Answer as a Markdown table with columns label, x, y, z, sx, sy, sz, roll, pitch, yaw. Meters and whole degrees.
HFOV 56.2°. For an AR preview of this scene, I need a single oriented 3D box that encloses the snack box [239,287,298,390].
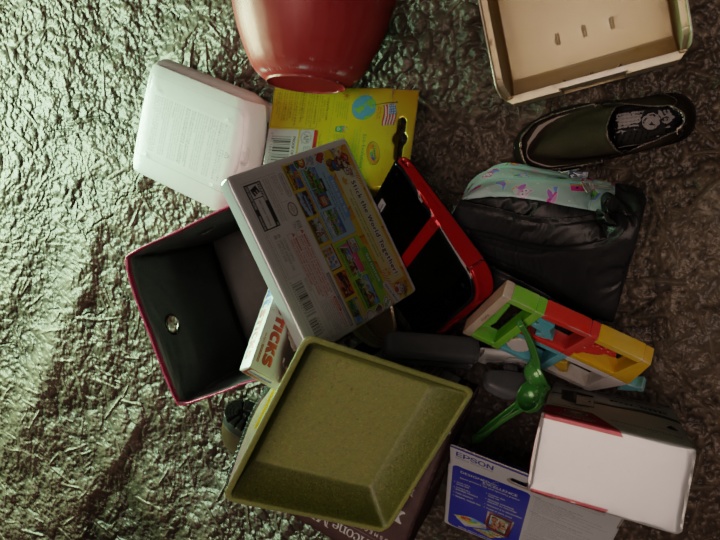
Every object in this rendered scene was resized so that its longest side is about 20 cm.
| label | x | y | z | sx | sy | sz | roll | pitch | yaw |
| --- | --- | --- | --- | --- | --- | --- | --- | --- | --- |
| snack box | -0.067 | 0.031 | 0.734 | 0.071 | 0.203 | 0.024 | 34 | 146 | -29 |

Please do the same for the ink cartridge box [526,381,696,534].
| label | x | y | z | sx | sy | sz | roll | pitch | yaw |
| --- | --- | --- | --- | --- | --- | --- | --- | --- | --- |
| ink cartridge box | 0.266 | 0.189 | 0.726 | 0.144 | 0.200 | 0.084 | 11 | 94 | 19 |

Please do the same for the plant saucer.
| label | x | y | z | sx | sy | sz | roll | pitch | yaw |
| --- | --- | --- | --- | --- | --- | --- | --- | --- | --- |
| plant saucer | -0.016 | 0.164 | 0.696 | 0.197 | 0.048 | 0.202 | 21 | 108 | -24 |

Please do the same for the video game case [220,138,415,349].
| label | x | y | z | sx | sy | sz | roll | pitch | yaw |
| --- | --- | --- | --- | --- | --- | --- | --- | --- | --- |
| video game case | -0.040 | -0.032 | 0.747 | 0.023 | 0.181 | 0.202 | -24 | 93 | 48 |

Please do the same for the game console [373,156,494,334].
| label | x | y | z | sx | sy | sz | roll | pitch | yaw |
| --- | --- | --- | --- | --- | --- | --- | --- | --- | --- |
| game console | 0.069 | -0.016 | 0.799 | 0.178 | 0.031 | 0.200 | 58 | 155 | 12 |

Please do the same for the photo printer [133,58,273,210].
| label | x | y | z | sx | sy | sz | roll | pitch | yaw |
| --- | --- | --- | --- | --- | --- | --- | --- | --- | --- |
| photo printer | -0.209 | -0.178 | 0.921 | 0.198 | 0.069 | 0.169 | 24 | 109 | 21 |

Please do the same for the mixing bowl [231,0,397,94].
| label | x | y | z | sx | sy | sz | roll | pitch | yaw |
| --- | --- | --- | --- | --- | --- | --- | --- | --- | --- |
| mixing bowl | -0.059 | -0.269 | 0.780 | 0.197 | 0.200 | 0.111 | 7 | 95 | 20 |

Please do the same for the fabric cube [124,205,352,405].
| label | x | y | z | sx | sy | sz | roll | pitch | yaw |
| --- | --- | --- | --- | --- | --- | --- | --- | --- | --- |
| fabric cube | -0.139 | 0.028 | 0.863 | 0.197 | 0.199 | 0.199 | -20 | 92 | 22 |

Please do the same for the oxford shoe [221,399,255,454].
| label | x | y | z | sx | sy | sz | roll | pitch | yaw |
| --- | --- | --- | --- | --- | --- | --- | --- | --- | --- |
| oxford shoe | -0.116 | 0.271 | 0.969 | 0.198 | 0.073 | 0.085 | 33 | 125 | 16 |

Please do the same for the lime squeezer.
| label | x | y | z | sx | sy | sz | roll | pitch | yaw |
| --- | --- | --- | --- | --- | --- | --- | --- | --- | --- |
| lime squeezer | 0.183 | 0.127 | 0.769 | 0.069 | 0.038 | 0.202 | 9 | 130 | -1 |

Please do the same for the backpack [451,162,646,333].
| label | x | y | z | sx | sy | sz | roll | pitch | yaw |
| --- | --- | --- | --- | --- | --- | --- | --- | --- | --- |
| backpack | 0.199 | -0.038 | 0.751 | 0.197 | 0.127 | 0.169 | 15 | 123 | 21 |

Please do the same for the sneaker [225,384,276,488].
| label | x | y | z | sx | sy | sz | roll | pitch | yaw |
| --- | --- | --- | --- | --- | --- | --- | --- | --- | --- |
| sneaker | -0.093 | 0.209 | 0.771 | 0.089 | 0.070 | 0.202 | 24 | 125 | 3 |

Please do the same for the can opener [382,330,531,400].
| label | x | y | z | sx | sy | sz | roll | pitch | yaw |
| --- | --- | --- | --- | --- | --- | --- | --- | --- | --- |
| can opener | 0.124 | 0.110 | 0.815 | 0.196 | 0.053 | 0.068 | 9 | 65 | -2 |

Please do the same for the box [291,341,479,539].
| label | x | y | z | sx | sy | sz | roll | pitch | yaw |
| --- | --- | --- | --- | --- | --- | --- | --- | --- | --- |
| box | 0.028 | 0.218 | 0.844 | 0.164 | 0.164 | 0.203 | 23 | 106 | 16 |

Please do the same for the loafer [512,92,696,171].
| label | x | y | z | sx | sy | sz | roll | pitch | yaw |
| --- | --- | --- | --- | --- | --- | --- | --- | --- | --- |
| loafer | 0.264 | -0.157 | 0.745 | 0.197 | 0.071 | 0.074 | -13 | 93 | 22 |

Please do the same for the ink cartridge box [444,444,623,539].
| label | x | y | z | sx | sy | sz | roll | pitch | yaw |
| --- | --- | --- | --- | --- | --- | --- | --- | --- | --- |
| ink cartridge box | 0.199 | 0.276 | 0.797 | 0.195 | 0.047 | 0.202 | 17 | 138 | 19 |

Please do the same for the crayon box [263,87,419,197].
| label | x | y | z | sx | sy | sz | roll | pitch | yaw |
| --- | --- | --- | --- | --- | --- | --- | --- | --- | --- |
| crayon box | -0.022 | -0.161 | 0.852 | 0.197 | 0.051 | 0.129 | 7 | 85 | 21 |

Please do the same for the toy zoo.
| label | x | y | z | sx | sy | sz | roll | pitch | yaw |
| --- | --- | --- | --- | --- | --- | --- | --- | --- | --- |
| toy zoo | 0.223 | 0.083 | 0.738 | 0.197 | 0.132 | 0.021 | 24 | 66 | 0 |

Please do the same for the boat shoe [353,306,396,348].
| label | x | y | z | sx | sy | sz | roll | pitch | yaw |
| --- | --- | --- | --- | --- | --- | --- | --- | --- | --- |
| boat shoe | 0.000 | 0.000 | 0.835 | 0.065 | 0.072 | 0.203 | -19 | 95 | 51 |

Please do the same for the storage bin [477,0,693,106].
| label | x | y | z | sx | sy | sz | roll | pitch | yaw |
| --- | --- | --- | --- | --- | --- | --- | --- | --- | --- |
| storage bin | 0.231 | -0.302 | 0.724 | 0.197 | 0.094 | 0.202 | -11 | 94 | 22 |
